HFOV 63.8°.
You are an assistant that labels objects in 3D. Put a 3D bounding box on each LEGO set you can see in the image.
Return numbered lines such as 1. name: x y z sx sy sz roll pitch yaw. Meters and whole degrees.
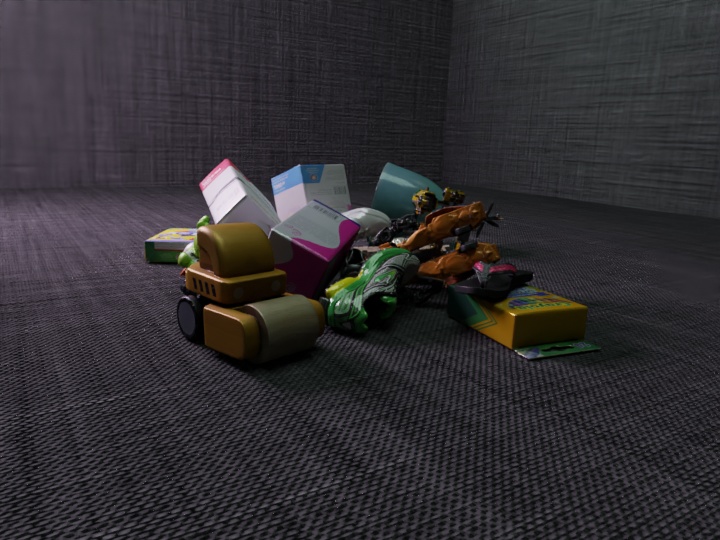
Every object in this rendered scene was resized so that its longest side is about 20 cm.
1. LEGO set: 0.145 -0.043 1.004 0.152 0.202 0.116 20 8 -15

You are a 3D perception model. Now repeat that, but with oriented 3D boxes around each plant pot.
1. plant pot: 0.119 -0.145 1.421 0.159 0.203 0.201 17 15 8

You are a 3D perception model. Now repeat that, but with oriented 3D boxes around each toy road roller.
1. toy road roller: -0.145 0.020 0.733 0.198 0.148 0.122 14 18 43

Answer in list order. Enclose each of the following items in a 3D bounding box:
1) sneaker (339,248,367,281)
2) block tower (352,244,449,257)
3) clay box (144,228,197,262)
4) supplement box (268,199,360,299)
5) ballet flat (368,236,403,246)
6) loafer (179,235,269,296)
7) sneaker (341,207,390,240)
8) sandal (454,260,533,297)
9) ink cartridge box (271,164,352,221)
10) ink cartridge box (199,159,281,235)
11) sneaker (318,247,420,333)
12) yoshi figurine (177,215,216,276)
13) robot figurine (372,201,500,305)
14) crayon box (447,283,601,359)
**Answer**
1. sneaker: 0.000 0.000 0.989 0.076 0.083 0.200 2 13 -1
2. block tower: 0.074 -0.017 1.109 0.197 0.055 0.058 -2 13 4
3. clay box: -0.383 -0.059 1.266 0.113 0.048 0.200 2 14 -2
4. supplement box: -0.084 -0.030 0.948 0.100 0.104 0.200 29 23 4
5. ballet flat: 0.069 -0.043 1.222 0.073 0.075 0.199 -5 15 -28
6. loafer: -0.202 -0.009 0.932 0.070 0.069 0.200 26 39 20
7. sneaker: -0.029 -0.078 1.195 0.197 0.076 0.089 1 51 -16
8. sandal: 0.199 0.004 0.855 0.074 0.046 0.199 11 15 34
9. ink cartridge box: -0.103 -0.124 1.303 0.127 0.203 0.124 -9 -1 -41
10. ink cartridge box: -0.226 -0.112 1.140 0.084 0.145 0.200 -41 37 3
11. sneaker: 0.030 0.035 0.852 0.084 0.079 0.199 23 42 31
12. yoshi figurine: -0.274 -0.047 1.107 0.111 0.114 0.200 10 16 5
13. robot figurine: 0.118 -0.029 0.944 0.198 0.147 0.058 -19 -5 18
14. crayon box: 0.228 0.062 0.828 0.124 0.052 0.200 -3 14 -23
